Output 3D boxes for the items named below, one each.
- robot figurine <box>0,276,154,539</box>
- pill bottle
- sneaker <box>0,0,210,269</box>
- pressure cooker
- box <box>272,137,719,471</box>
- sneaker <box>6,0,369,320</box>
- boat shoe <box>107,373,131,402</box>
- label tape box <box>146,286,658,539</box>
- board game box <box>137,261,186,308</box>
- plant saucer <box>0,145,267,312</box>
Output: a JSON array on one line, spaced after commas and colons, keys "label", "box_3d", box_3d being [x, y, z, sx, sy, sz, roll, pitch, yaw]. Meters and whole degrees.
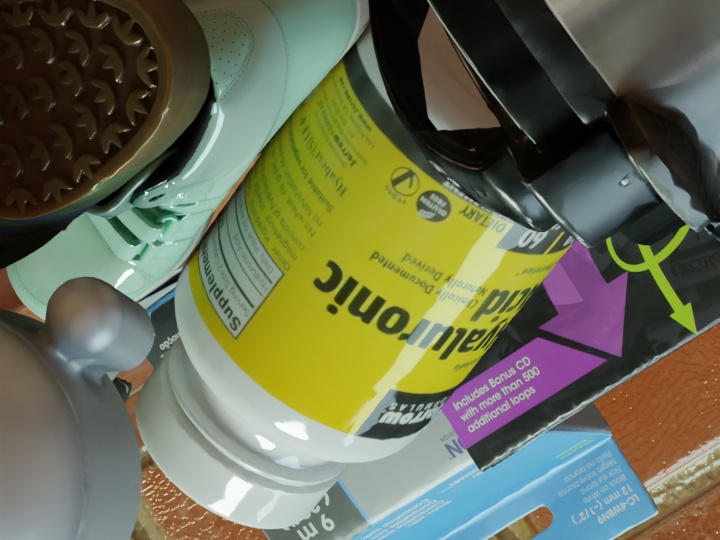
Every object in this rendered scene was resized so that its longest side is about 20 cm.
[{"label": "robot figurine", "box_3d": [-0.133, 0.066, 0.920, 0.170, 0.113, 0.200, -46, 174, 1]}, {"label": "pill bottle", "box_3d": [0.000, 0.000, 1.091, 0.200, 0.111, 0.111, -53, 165, 30]}, {"label": "sneaker", "box_3d": [-0.108, -0.042, 0.910, 0.200, 0.067, 0.090, -26, 177, 35]}, {"label": "pressure cooker", "box_3d": [0.091, -0.104, 0.861, 0.200, 0.179, 0.176, -34, 178, 16]}, {"label": "box", "box_3d": [0.050, -0.042, 1.137, 0.143, 0.200, 0.036, -35, 174, 31]}, {"label": "sneaker", "box_3d": [-0.089, -0.037, 1.025, 0.200, 0.074, 0.118, -47, 174, 36]}, {"label": "boat shoe", "box_3d": [-0.161, 0.101, 1.326, 0.072, 0.061, 0.201, -3, -156, 31]}, {"label": "label tape box", "box_3d": [0.013, 0.063, 1.284, 0.143, 0.200, 0.066, -34, 178, 31]}, {"label": "board game box", "box_3d": [-0.036, -0.039, 1.358, 0.200, 0.026, 0.200, -34, 179, -13]}, {"label": "plant saucer", "box_3d": [-0.117, -0.029, 1.238, 0.200, 0.032, 0.200, -32, 177, -2]}]
